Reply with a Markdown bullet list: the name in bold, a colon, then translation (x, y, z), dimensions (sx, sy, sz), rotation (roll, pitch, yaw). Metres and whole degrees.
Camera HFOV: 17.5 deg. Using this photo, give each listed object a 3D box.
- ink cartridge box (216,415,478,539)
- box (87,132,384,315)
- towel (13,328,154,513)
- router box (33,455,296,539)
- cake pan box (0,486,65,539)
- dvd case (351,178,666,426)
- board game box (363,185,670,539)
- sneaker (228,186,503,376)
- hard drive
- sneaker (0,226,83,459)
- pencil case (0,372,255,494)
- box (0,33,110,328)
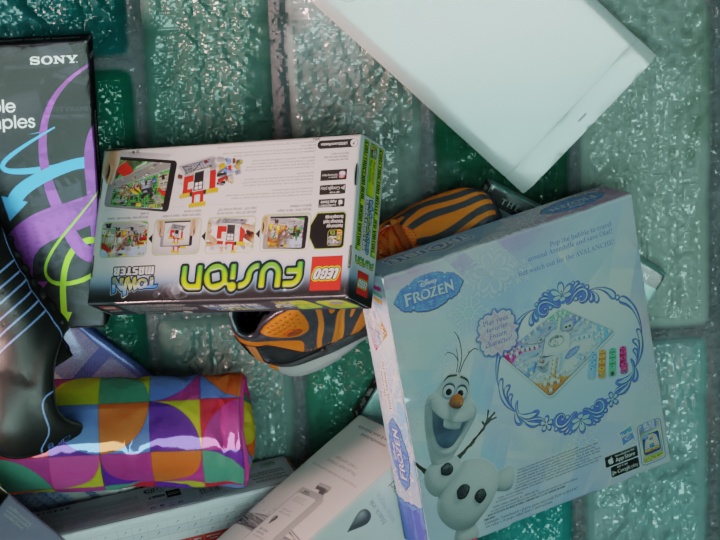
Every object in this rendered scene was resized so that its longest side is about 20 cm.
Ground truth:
- **ink cartridge box**: translation (-0.020, 0.224, 1.623), dimensions (0.200, 0.083, 0.147), rotation (-40, 119, -18)
- **box**: translation (-0.084, -0.029, 1.542), dimensions (0.199, 0.035, 0.111), rotation (-1, 76, 27)
- **towel**: translation (-0.229, 0.130, 1.664), dimensions (0.147, 0.024, 0.200), rotation (38, 100, -11)
- **router box**: translation (-0.130, 0.243, 1.670), dimensions (0.199, 0.049, 0.180), rotation (-12, 109, -12)
- **cake pan box**: translation (-0.311, 0.165, 1.591), dimensions (0.184, 0.052, 0.200), rotation (41, 145, -12)
- **dvd case**: translation (0.104, 0.053, 1.657), dimensions (0.146, 0.022, 0.200), rotation (27, 103, -11)
- **board game box**: translation (0.107, 0.065, 1.588), dimensions (0.199, 0.043, 0.200), rotation (-18, 110, -24)
- **sneaker**: translation (0.000, 0.000, 1.579), dimensions (0.200, 0.112, 0.078), rotation (-34, 64, 7)
- **hard drive**: translation (0.083, -0.165, 1.583), dimensions (0.200, 0.026, 0.132), rotation (41, 102, -15)
- **sneaker**: translation (-0.235, 0.024, 1.551), dimensions (0.078, 0.070, 0.201), rotation (-9, 89, -15)
- **pencil case**: translation (-0.171, 0.113, 1.610), dimensions (0.199, 0.088, 0.089), rotation (-1, 108, 1)
- **box**: translation (-0.247, -0.058, 1.589), dimensions (0.142, 0.036, 0.201), rotation (-3, 102, -2)
